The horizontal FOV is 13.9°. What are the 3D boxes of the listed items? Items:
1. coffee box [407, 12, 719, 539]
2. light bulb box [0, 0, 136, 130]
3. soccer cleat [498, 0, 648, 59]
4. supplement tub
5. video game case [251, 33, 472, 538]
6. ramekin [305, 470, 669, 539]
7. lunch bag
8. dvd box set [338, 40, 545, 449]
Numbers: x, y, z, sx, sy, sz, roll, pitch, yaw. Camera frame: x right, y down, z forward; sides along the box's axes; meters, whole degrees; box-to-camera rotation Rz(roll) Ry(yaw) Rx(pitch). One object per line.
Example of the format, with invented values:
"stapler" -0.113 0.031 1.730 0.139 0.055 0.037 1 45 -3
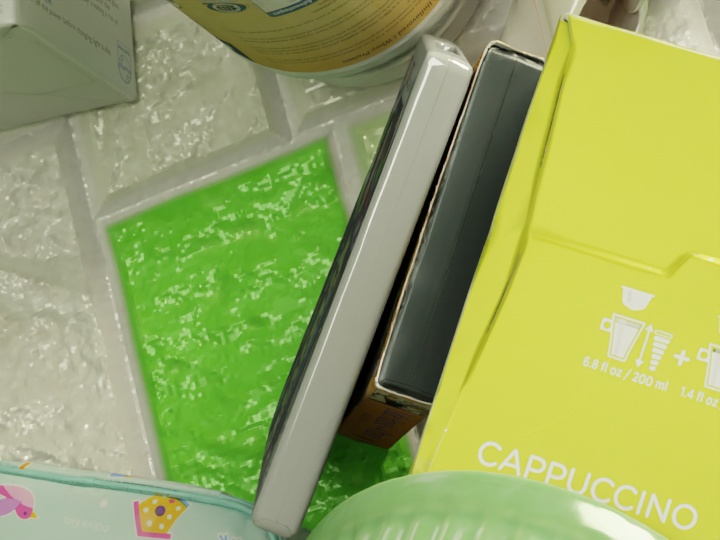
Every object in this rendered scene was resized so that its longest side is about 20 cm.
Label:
"coffee box" 0.148 0.044 1.144 0.199 0.198 0.201 18 81 12
"light bulb box" -0.225 -0.172 1.418 0.198 0.125 0.201 -11 72 19
"soccer cleat" 0.099 -0.148 1.308 0.077 0.069 0.201 -6 76 50
"supplement tub" -0.032 -0.168 1.295 0.144 0.200 0.145 -6 73 21
"video game case" 0.000 0.000 1.231 0.023 0.182 0.201 20 96 -2
"ramekin" 0.048 0.178 1.051 0.199 0.201 0.098 6 40 23
"lunch bag" -0.113 0.172 1.296 0.199 0.077 0.161 7 77 23
"dvd box set" 0.031 -0.005 1.229 0.029 0.200 0.147 18 80 -2
